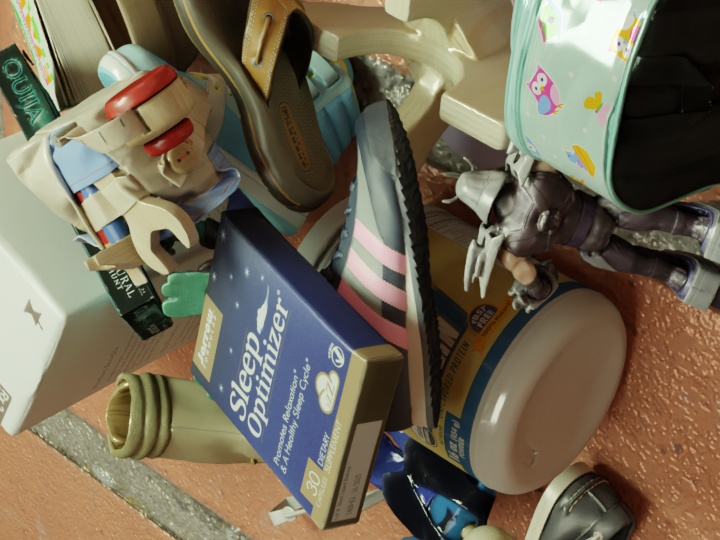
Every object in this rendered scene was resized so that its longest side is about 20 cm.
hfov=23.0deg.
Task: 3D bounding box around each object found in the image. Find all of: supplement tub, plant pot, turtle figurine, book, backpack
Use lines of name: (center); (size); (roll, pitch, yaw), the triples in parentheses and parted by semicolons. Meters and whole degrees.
supplement tub: (0.059, 0.043, 1.175); (0.200, 0.145, 0.145); (30, 130, 32)
plant pot: (-0.158, -0.224, 1.269); (0.201, 0.093, 0.201); (56, 165, 24)
turtle figurine: (-0.092, 0.010, 1.259); (0.101, 0.200, 0.150); (-37, 104, 14)
book: (-0.232, -0.190, 1.339); (0.200, 0.048, 0.134); (-170, 59, -76)
backpack: (0.163, -0.129, 0.930); (0.153, 0.200, 0.176); (34, 133, 29)

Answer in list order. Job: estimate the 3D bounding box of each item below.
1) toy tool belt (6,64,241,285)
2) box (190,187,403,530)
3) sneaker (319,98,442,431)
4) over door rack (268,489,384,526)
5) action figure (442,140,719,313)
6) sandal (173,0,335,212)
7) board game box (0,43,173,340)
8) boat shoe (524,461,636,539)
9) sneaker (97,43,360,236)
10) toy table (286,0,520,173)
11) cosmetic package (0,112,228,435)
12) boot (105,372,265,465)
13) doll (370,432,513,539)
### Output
toy tool belt: (-0.124, -0.053, 1.070); (0.123, 0.125, 0.200); (56, 158, -12)
box: (-0.051, 0.047, 1.064); (0.200, 0.032, 0.121); (45, 132, 43)
sneaker: (0.000, 0.000, 1.059); (0.082, 0.070, 0.200); (-5, 95, 11)
over door rack: (0.011, 0.246, 1.399); (0.200, 0.067, 0.148); (-19, 96, 49)
action figure: (0.140, -0.026, 1.033); (0.200, 0.069, 0.130); (16, 119, -11)
sandal: (-0.055, -0.132, 1.076); (0.055, 0.082, 0.200); (-17, 98, 34)
board game box: (-0.194, -0.051, 1.237); (0.200, 0.028, 0.135); (61, 175, 8)
boat shoe: (0.145, 0.230, 1.247); (0.063, 0.073, 0.200); (35, 128, 32)
sneaker: (-0.080, -0.125, 1.218); (0.200, 0.131, 0.080); (40, 176, -42)
toy table: (0.055, -0.141, 1.102); (0.184, 0.117, 0.200); (21, 126, 38)
cosmetic package: (-0.227, -0.009, 1.402); (0.165, 0.200, 0.165); (48, 137, 16)
boot: (-0.116, 0.109, 1.346); (0.200, 0.155, 0.073); (-156, 70, -77)
doll: (0.046, 0.156, 1.282); (0.200, 0.048, 0.137); (43, 111, 40)
